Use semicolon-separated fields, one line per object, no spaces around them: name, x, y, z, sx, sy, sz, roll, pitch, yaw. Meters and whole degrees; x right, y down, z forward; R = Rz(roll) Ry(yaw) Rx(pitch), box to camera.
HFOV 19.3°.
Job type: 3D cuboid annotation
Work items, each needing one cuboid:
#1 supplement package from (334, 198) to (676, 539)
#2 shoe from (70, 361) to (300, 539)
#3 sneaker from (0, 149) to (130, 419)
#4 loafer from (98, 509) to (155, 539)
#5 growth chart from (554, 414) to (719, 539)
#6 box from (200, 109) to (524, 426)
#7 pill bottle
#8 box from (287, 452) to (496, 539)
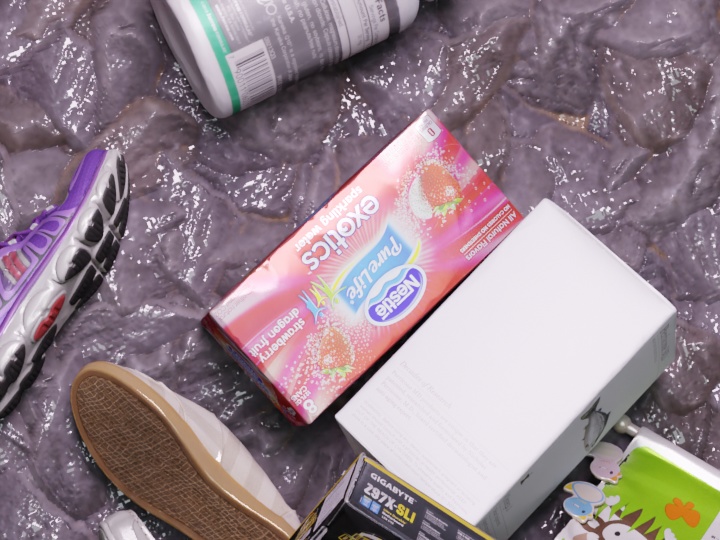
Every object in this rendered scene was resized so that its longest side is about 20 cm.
supplement package;0.098;0.075;1.376;0.117;0.117;0.200;41;82;19
shoe;-0.110;0.133;1.396;0.200;0.053;0.070;44;114;2
sneaker;-0.221;-0.002;1.378;0.083;0.081;0.201;31;77;12
loafer;-0.095;0.232;1.379;0.070;0.070;0.201;-38;98;-14
growth chart;0.193;0.181;1.376;0.144;0.018;0.200;24;42;6
box;0.000;0.000;1.394;0.200;0.095;0.100;-43;92;-9
pill bottle;-0.032;-0.191;1.398;0.199;0.113;0.114;-27;89;-10
box;0.041;0.222;1.314;0.199;0.160;0.049;33;39;-6
